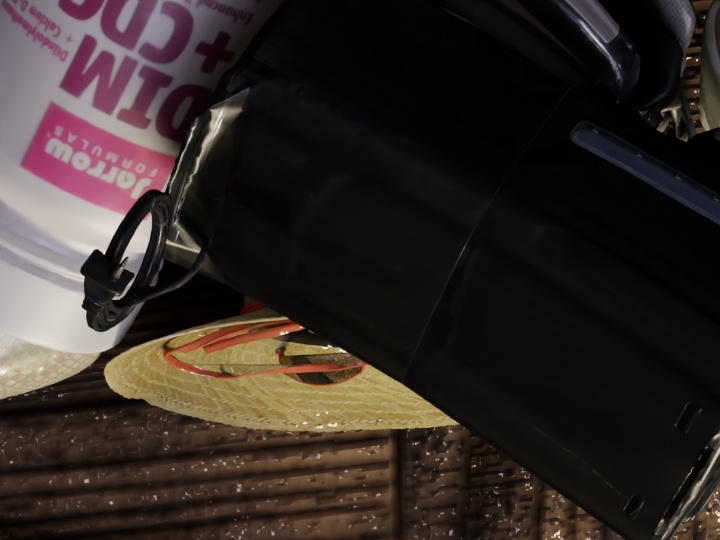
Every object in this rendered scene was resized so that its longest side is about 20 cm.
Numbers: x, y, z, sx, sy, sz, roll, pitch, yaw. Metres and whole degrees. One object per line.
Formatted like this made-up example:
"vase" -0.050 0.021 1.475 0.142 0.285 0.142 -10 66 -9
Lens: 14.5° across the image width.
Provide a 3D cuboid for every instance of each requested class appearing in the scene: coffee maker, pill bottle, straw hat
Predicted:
"coffee maker" 0.043 0.001 0.927 0.200 0.135 0.192 32 71 9
"pill bottle" -0.082 -0.078 0.999 0.113 0.113 0.200 20 111 -22
"straw hat" 0.000 0.000 1.073 0.200 0.201 0.085 1 74 -14

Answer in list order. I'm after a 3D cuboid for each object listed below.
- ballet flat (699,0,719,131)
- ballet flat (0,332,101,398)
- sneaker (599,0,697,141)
"ballet flat" 0.166 -0.047 1.072 0.064 0.068 0.200 -13 156 36
"ballet flat" -0.197 0.030 1.045 0.199 0.067 0.063 11 74 -4
"sneaker" 0.092 -0.063 1.048 0.075 0.116 0.200 -22 120 -3
